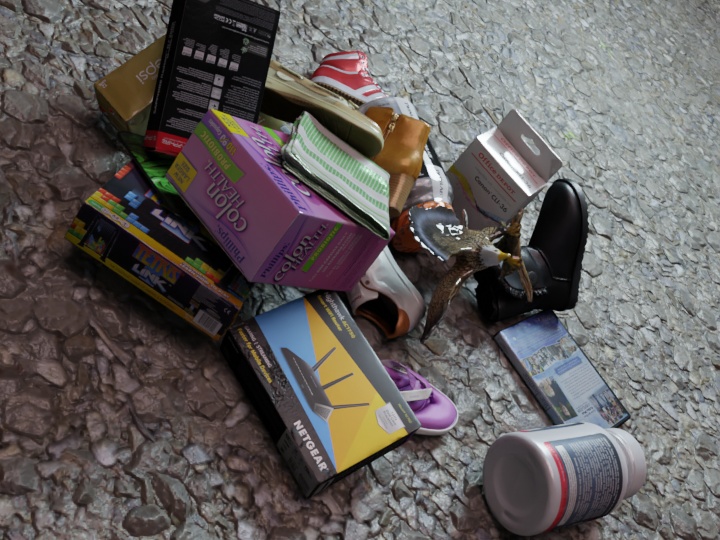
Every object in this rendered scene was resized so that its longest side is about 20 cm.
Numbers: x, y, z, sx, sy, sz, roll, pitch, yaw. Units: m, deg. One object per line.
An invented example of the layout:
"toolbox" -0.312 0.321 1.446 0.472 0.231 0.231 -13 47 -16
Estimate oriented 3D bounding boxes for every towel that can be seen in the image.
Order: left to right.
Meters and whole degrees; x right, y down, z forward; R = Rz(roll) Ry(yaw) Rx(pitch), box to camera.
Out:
"towel" -0.024 -0.118 1.119 0.152 0.023 0.201 36 18 -12

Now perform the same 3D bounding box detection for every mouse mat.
"mouse mat" -0.188 -0.103 1.159 0.199 0.008 0.161 7 37 -53

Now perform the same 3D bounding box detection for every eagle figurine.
"eagle figurine" 0.131 -0.014 1.223 0.198 0.151 0.153 -19 69 -26

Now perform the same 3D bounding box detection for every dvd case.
"dvd case" 0.290 0.153 1.363 0.142 0.018 0.201 -17 66 -46

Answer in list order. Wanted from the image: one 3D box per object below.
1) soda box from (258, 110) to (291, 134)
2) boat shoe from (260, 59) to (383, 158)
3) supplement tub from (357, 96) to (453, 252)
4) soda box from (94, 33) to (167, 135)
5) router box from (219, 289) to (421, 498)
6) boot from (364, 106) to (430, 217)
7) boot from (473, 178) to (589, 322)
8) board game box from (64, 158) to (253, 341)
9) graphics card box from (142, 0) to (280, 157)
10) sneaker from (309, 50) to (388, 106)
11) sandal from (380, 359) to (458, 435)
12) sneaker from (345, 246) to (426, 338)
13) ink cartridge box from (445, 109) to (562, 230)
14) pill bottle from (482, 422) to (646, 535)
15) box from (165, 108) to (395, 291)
"soda box" -0.177 -0.217 1.276 0.200 0.068 0.064 49 52 8
"boat shoe" -0.053 -0.212 1.228 0.198 0.074 0.064 24 59 12
"supplement tub" 0.056 -0.135 1.350 0.121 0.123 0.202 1 54 -37
"soda box" -0.231 -0.249 1.189 0.200 0.068 0.064 -41 82 -18
"router box" -0.046 0.130 1.073 0.148 0.051 0.201 -22 69 -33
"boot" -0.013 -0.155 1.277 0.198 0.071 0.146 12 69 14
"boot" 0.243 -0.030 1.370 0.166 0.076 0.204 -4 101 -34
"board game box" -0.207 -0.031 1.076 0.199 0.057 0.166 35 27 -8
"graphics card box" -0.176 -0.228 1.135 0.124 0.051 0.203 10 93 -32
"sneaker" 0.016 -0.266 1.472 0.198 0.071 0.113 28 46 -13
"sandal" 0.039 0.137 1.155 0.201 0.050 0.083 28 42 -13
"sneaker" 0.000 0.000 1.227 0.200 0.073 0.084 48 39 5
"ink cartridge box" 0.186 -0.122 1.380 0.117 0.200 0.067 48 41 9
"pill bottle" 0.258 0.251 1.176 0.198 0.120 0.121 0 55 -37
"box" -0.087 -0.075 1.085 0.176 0.097 0.199 49 21 26
